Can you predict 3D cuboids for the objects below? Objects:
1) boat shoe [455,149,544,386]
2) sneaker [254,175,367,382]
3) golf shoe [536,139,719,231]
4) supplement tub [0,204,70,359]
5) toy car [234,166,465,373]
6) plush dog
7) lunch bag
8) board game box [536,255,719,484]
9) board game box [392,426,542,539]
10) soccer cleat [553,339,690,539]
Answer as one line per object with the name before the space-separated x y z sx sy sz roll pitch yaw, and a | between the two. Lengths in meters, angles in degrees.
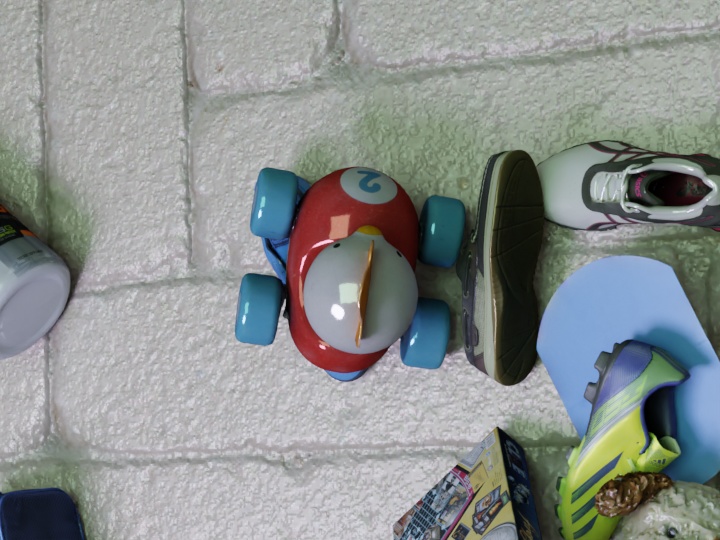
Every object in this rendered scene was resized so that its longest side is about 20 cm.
boat shoe | 0.111 -0.004 1.477 0.066 0.071 0.203 13 111 43
sneaker | -0.051 0.006 1.569 0.066 0.078 0.202 -24 78 20
golf shoe | 0.221 -0.073 1.439 0.198 0.088 0.078 1 88 27
supplement tub | -0.389 -0.016 1.707 0.200 0.122 0.123 38 102 22
toy car | 0.000 0.000 1.442 0.182 0.200 0.179 9 89 -8
plush dog | 0.243 0.251 1.374 0.199 0.160 0.173 30 95 2
lunch bag | -0.341 0.301 1.651 0.131 0.136 0.202 -22 76 22
board game box | 0.236 0.084 1.440 0.158 0.039 0.201 -33 80 41
board game box | 0.086 0.228 1.429 0.035 0.200 0.135 41 107 -16
soccer cleat | 0.213 0.153 1.410 0.083 0.065 0.202 24 117 26
